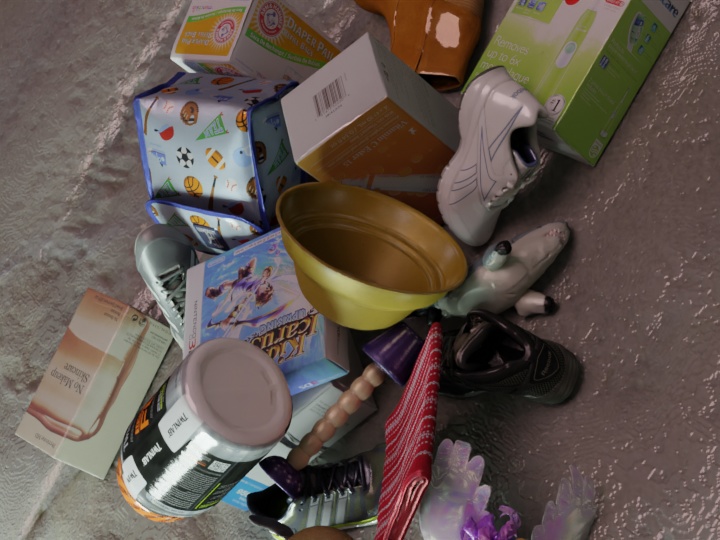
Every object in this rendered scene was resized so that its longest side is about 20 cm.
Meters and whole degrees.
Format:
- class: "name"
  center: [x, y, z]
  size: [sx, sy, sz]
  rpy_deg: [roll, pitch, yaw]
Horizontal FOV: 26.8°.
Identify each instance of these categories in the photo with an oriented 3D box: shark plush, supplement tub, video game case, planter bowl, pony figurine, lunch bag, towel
- class: "shark plush"
  center: [0.128, 0.016, 1.537]
  size: [0.200, 0.091, 0.084]
  rpy_deg: [-39, 19, 39]
- class: "supplement tub"
  center: [-0.161, 0.164, 1.498]
  size: [0.200, 0.121, 0.124]
  rpy_deg: [-47, 39, 43]
- class: "video game case"
  center: [-0.102, 0.051, 1.594]
  size: [0.198, 0.045, 0.183]
  rpy_deg: [-23, 53, 30]
- class: "planter bowl"
  center: [0.000, 0.000, 1.484]
  size: [0.201, 0.198, 0.084]
  rpy_deg: [51, 129, 45]
- class: "pony figurine"
  center: [0.122, 0.263, 1.307]
  size: [0.200, 0.165, 0.195]
  rpy_deg: [-123, 51, -77]
- class: "lunch bag"
  center: [-0.152, -0.106, 1.688]
  size: [0.168, 0.202, 0.124]
  rpy_deg: [11, 29, 30]
- class: "towel"
  center: [0.043, 0.162, 1.390]
  size: [0.201, 0.022, 0.146]
  rpy_deg: [-81, 9, -51]

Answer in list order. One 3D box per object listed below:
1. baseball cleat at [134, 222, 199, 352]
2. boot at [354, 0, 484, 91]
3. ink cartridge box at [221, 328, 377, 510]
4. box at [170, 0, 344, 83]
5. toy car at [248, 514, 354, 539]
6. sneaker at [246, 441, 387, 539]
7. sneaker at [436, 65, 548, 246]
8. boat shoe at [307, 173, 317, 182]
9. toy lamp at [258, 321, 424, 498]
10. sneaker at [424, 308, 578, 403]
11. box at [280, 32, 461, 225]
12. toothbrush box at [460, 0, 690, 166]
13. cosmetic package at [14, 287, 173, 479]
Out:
- class: "baseball cleat"
  center: [-0.194, 0.035, 1.713]
  size: [0.069, 0.201, 0.107]
  rpy_deg: [-30, 49, -8]
- class: "boot"
  center: [0.049, -0.271, 1.739]
  size: [0.199, 0.071, 0.146]
  rpy_deg: [6, 68, 38]
- class: "ink cartridge box"
  center: [-0.094, 0.138, 1.629]
  size: [0.199, 0.084, 0.146]
  rpy_deg: [-39, 47, 19]
- class: "box"
  center: [-0.107, -0.244, 1.771]
  size: [0.112, 0.199, 0.102]
  rpy_deg: [9, 73, 44]
- class: "toy car"
  center: [-0.045, 0.309, 1.445]
  size: [0.158, 0.164, 0.200]
  rpy_deg: [-50, 34, 7]
- class: "sneaker"
  center: [-0.030, 0.224, 1.526]
  size: [0.199, 0.081, 0.075]
  rpy_deg: [-31, 49, 25]
- class: "sneaker"
  center: [0.133, -0.101, 1.513]
  size: [0.087, 0.074, 0.202]
  rpy_deg: [39, 139, 32]
- class: "boat shoe"
  center: [-0.092, -0.070, 1.754]
  size: [0.199, 0.072, 0.068]
  rpy_deg: [-30, 48, 23]
- class: "toy lamp"
  center: [-0.014, 0.135, 1.489]
  size: [0.200, 0.058, 0.058]
  rpy_deg: [-48, 44, -1]
- class: "sneaker"
  center: [0.104, 0.079, 1.465]
  size: [0.198, 0.114, 0.077]
  rpy_deg: [5, 70, 48]
- class: "box"
  center: [0.030, -0.133, 1.585]
  size: [0.124, 0.199, 0.098]
  rpy_deg: [-34, 47, 23]
- class: "toothbrush box"
  center: [0.219, -0.229, 1.553]
  size: [0.145, 0.086, 0.201]
  rpy_deg: [30, 87, 46]
- class: "cosmetic package"
  center: [-0.321, 0.135, 1.834]
  size: [0.103, 0.087, 0.202]
  rpy_deg: [16, 79, 44]
